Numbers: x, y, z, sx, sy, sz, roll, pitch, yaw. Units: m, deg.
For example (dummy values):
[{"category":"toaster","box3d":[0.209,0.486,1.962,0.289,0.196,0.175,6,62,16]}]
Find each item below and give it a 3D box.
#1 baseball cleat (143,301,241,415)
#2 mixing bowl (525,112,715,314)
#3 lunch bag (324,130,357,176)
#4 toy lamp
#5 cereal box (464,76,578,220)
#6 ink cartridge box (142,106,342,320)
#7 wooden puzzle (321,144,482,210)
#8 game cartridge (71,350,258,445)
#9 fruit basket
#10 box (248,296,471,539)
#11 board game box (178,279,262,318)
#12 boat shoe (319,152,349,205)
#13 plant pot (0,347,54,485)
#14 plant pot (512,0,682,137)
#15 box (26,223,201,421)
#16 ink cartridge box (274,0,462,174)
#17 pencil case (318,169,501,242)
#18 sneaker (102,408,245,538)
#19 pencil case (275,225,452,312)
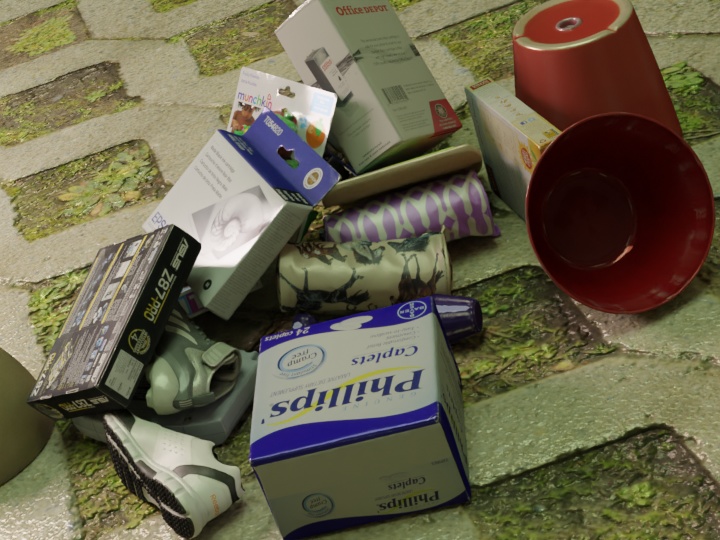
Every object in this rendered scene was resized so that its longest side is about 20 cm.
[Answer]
[{"category":"baseball cleat","box3d":[-0.179,0.084,1.622,0.106,0.070,0.200,-5,36,-3]},{"category":"mixing bowl","box3d":[0.251,-0.056,1.576,0.199,0.201,0.108,-24,3,-10]},{"category":"lunch bag","box3d":[0.003,-0.199,1.932,0.082,0.161,0.200,-41,25,25]},{"category":"toy lamp","box3d":[0.029,0.059,1.613,0.199,0.058,0.058,-7,33,21]},{"category":"cereal box","box3d":[0.186,-0.119,1.720,0.039,0.145,0.200,-24,32,-9]},{"category":"ink cartridge box","box3d":[-0.136,-0.075,1.688,0.200,0.041,0.200,-51,40,4]},{"category":"wooden puzzle","box3d":[0.050,-0.111,1.782,0.184,0.037,0.200,-17,-3,5]},{"category":"game cartridge","box3d":[-0.205,0.135,1.636,0.199,0.041,0.133,1,33,29]},{"category":"fruit basket","box3d":[-0.113,-0.125,1.789,0.093,0.201,0.185,0,16,-42]},{"category":"box","box3d":[0.000,0.137,1.458,0.183,0.105,0.200,-14,32,9]},{"category":"board game box","box3d":[-0.220,0.028,1.781,0.199,0.034,0.134,-23,18,-7]},{"category":"boat shoe","box3d":[-0.103,-0.125,1.963,0.200,0.063,0.074,4,40,34]},{"category":"plant pot","box3d":[-0.450,0.140,1.662,0.199,0.135,0.201,-14,31,9]},{"category":"plant pot","box3d":[0.264,-0.215,1.796,0.199,0.178,0.201,-14,32,9]},{"category":"box","box3d":[-0.261,0.056,1.619,0.161,0.049,0.201,-14,47,48]},{"category":"ink cartridge box","box3d":[0.010,-0.224,1.796,0.085,0.201,0.145,-33,-7,33]},{"category":"pencil case","box3d":[0.054,-0.047,1.734,0.199,0.086,0.084,-18,24,3]},{"category":"sneaker","box3d":[-0.187,0.191,1.517,0.080,0.074,0.200,-28,39,-26]},{"category":"pencil case","box3d":[0.000,0.000,1.660,0.199,0.078,0.090,-2,44,3]}]
